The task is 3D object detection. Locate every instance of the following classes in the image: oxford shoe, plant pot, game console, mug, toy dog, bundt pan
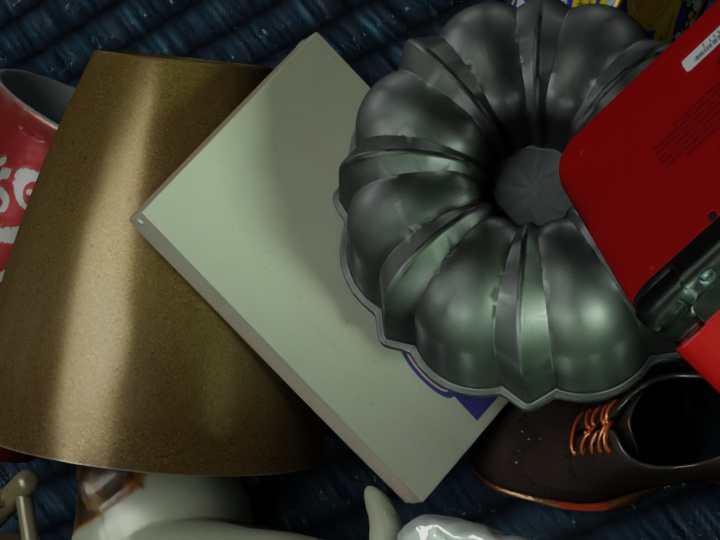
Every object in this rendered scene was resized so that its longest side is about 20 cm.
[{"bbox_3d":[0.126,0.073,1.105,0.200,0.073,0.071,-10,70,36],"label":"oxford shoe"},{"bbox_3d":[-0.101,-0.010,1.188,0.186,0.186,0.200,11,99,40],"label":"plant pot"},{"bbox_3d":[0.210,-0.039,0.965,0.200,0.119,0.172,-43,40,16],"label":"game console"},{"bbox_3d":[-0.190,-0.002,1.371,0.133,0.178,0.200,28,101,4],"label":"mug"},{"bbox_3d":[-0.082,0.164,1.202,0.200,0.140,0.194,42,109,43],"label":"toy dog"},{"bbox_3d":[0.080,-0.041,1.069,0.202,0.076,0.202,-3,72,9],"label":"bundt pan"}]

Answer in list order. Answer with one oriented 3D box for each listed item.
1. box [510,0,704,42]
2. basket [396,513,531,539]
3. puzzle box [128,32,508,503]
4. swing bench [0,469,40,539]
[{"bbox_3d":[0.117,-0.118,1.171,0.064,0.070,0.200,27,94,40],"label":"box"},{"bbox_3d":[0.098,0.218,0.932,0.198,0.161,0.200,17,88,17],"label":"basket"},{"bbox_3d":[0.000,0.000,1.134,0.133,0.200,0.025,-47,11,-22],"label":"puzzle box"},{"bbox_3d":[-0.237,0.244,1.293,0.200,0.130,0.199,117,144,-60],"label":"swing bench"}]
